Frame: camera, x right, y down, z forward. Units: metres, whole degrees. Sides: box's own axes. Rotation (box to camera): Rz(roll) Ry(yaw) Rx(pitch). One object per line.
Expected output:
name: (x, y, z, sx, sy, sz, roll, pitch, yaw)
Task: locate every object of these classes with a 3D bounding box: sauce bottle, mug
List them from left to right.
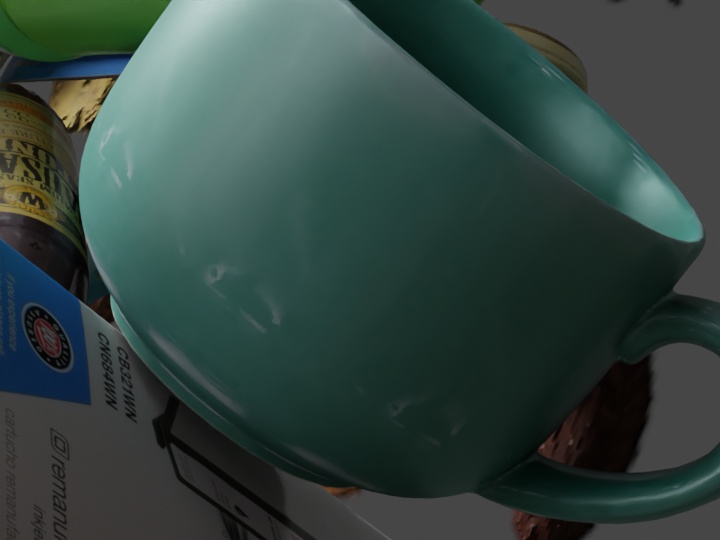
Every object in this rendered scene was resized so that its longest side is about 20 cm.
sauce bottle: (-0.125, -0.001, 0.989, 0.066, 0.066, 0.200, -46, 27, 14)
mug: (0.008, -0.003, 0.756, 0.115, 0.152, 0.185, -51, 50, 14)

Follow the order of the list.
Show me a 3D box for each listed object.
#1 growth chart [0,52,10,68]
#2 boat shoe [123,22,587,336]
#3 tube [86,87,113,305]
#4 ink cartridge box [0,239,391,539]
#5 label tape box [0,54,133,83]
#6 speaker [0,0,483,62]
growth chart: (-0.076, -0.135, 1.047, 0.199, 0.018, 0.145, -4, 58, 51)
boat shoe: (-0.002, -0.001, 0.890, 0.200, 0.073, 0.063, -37, 43, 32)
tube: (-0.072, -0.032, 0.985, 0.078, 0.050, 0.200, -55, 4, -10)
ink cartridge box: (-0.060, 0.102, 0.741, 0.084, 0.200, 0.146, -38, 35, 21)
label tape box: (-0.039, -0.144, 1.082, 0.144, 0.063, 0.201, 2, 64, 55)
speaker: (-0.050, -0.110, 0.906, 0.199, 0.088, 0.089, 2, 61, 42)
